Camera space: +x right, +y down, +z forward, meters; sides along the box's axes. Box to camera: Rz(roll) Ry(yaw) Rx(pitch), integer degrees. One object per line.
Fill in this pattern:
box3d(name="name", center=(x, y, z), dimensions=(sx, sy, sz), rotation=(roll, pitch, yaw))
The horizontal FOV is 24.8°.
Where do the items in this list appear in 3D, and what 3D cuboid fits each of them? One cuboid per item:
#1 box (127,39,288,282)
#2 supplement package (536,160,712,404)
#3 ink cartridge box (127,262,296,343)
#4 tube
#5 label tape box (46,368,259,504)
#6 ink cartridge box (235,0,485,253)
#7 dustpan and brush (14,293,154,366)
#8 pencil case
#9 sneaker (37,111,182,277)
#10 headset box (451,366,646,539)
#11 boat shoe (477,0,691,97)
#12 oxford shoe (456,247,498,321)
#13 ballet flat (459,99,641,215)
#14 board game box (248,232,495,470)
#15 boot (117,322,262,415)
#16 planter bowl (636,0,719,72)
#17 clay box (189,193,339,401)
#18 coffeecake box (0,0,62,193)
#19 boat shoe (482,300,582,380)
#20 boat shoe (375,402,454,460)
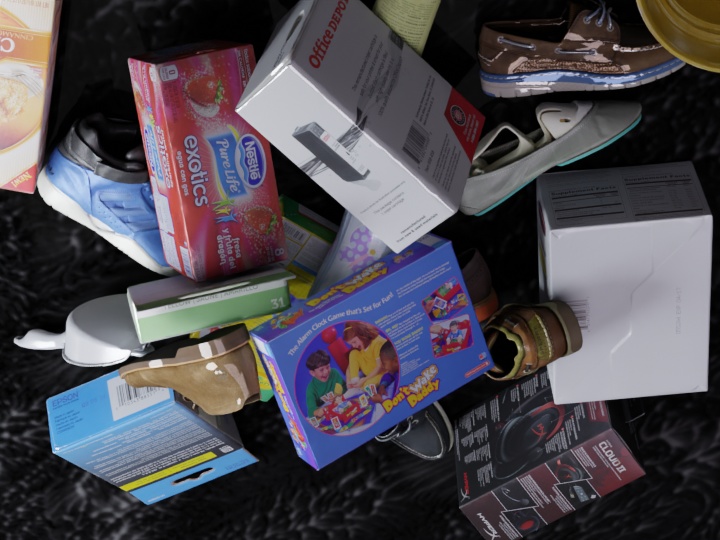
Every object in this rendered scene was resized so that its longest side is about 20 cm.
box3d(name="box", center=(-0.138, -0.102, 1.481), dimensions=(0.095, 0.100, 0.202), rotation=(-15, 105, -20))
box3d(name="supplement package", center=(0.254, 0.012, 1.592), dimensions=(0.154, 0.111, 0.202), rotation=(-5, 121, 2))
box3d(name="ink cartridge box", center=(-0.134, 0.030, 1.477), dimensions=(0.144, 0.200, 0.048), rotation=(-13, 100, -9))
box3d(name="tube", center=(0.032, -0.219, 1.488), dimensions=(0.052, 0.058, 0.201), rotation=(-16, 140, -42))
box3d(name="label tape box", center=(-0.213, 0.166, 1.700), dimensions=(0.143, 0.064, 0.200), rotation=(-22, 151, 12))
box3d(name="ink cartridge box", center=(0.003, -0.138, 1.437), dimensions=(0.200, 0.145, 0.084), rotation=(41, 129, -19))
box3d(name="dustpan and brush", center=(-0.267, 0.063, 1.635), dimensions=(0.198, 0.139, 0.058), rotation=(8, 115, 25))
box3d(name="pencil case", center=(0.000, 0.000, 1.546), dimensions=(0.090, 0.083, 0.202), rotation=(21, 91, -47))
box3d(name="sneaker", center=(-0.198, -0.075, 1.554), dimensions=(0.199, 0.077, 0.111), rotation=(31, 127, -11))
box3d(name="headset box", center=(0.197, 0.173, 1.670), dimensions=(0.199, 0.149, 0.075), rotation=(-31, 118, 17))
box3d(name="boat shoe", center=(0.203, -0.206, 1.479), dimensions=(0.198, 0.072, 0.073), rotation=(-9, 121, 5))
box3d(name="oxford shoe", center=(0.036, 0.034, 1.621), dimensions=(0.198, 0.071, 0.073), rotation=(-21, 115, -11))
box3d(name="ballet flat", center=(0.166, -0.121, 1.537), dimensions=(0.199, 0.068, 0.064), rotation=(-30, 111, 17))
box3d(name="board game box", center=(0.013, 0.072, 1.495), dimensions=(0.199, 0.045, 0.136), rotation=(-28, 111, -19))
box3d(name="boot", center=(-0.161, 0.103, 1.527), dimensions=(0.199, 0.073, 0.076), rotation=(-12, 102, 53))
box3d(name="planter bowl", center=(0.330, -0.281, 1.426), dimensions=(0.198, 0.084, 0.202), rotation=(-1, 122, -1))
box3d(name="clay box", center=(-0.086, 0.032, 1.639), dimensions=(0.114, 0.048, 0.200), rotation=(29, 118, -20))
box3d(name="coffeecake box", center=(-0.357, -0.184, 1.488), dimensions=(0.152, 0.073, 0.202), rotation=(9, 122, -7))
box3d(name="boat shoe", center=(0.141, 0.069, 1.573), dimensions=(0.067, 0.200, 0.073), rotation=(-20, 83, -18))
box3d(name="boat shoe", center=(0.026, 0.141, 1.693), dimensions=(0.074, 0.066, 0.200), rotation=(-23, 120, 25))
